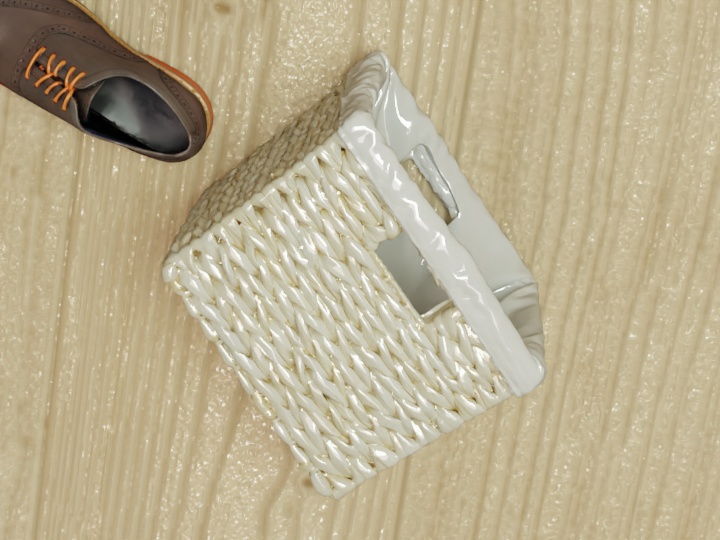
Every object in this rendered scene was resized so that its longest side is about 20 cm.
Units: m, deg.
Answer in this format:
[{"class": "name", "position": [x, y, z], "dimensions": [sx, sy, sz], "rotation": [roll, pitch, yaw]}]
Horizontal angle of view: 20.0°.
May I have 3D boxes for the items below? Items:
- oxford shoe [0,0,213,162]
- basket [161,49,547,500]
[{"class": "oxford shoe", "position": [-0.185, -0.130, 1.293], "dimensions": [0.198, 0.073, 0.072], "rotation": [24, 103, -6]}, {"class": "basket", "position": [0.000, 0.000, 1.268], "dimensions": [0.160, 0.200, 0.199], "rotation": [-33, 102, 13]}]
